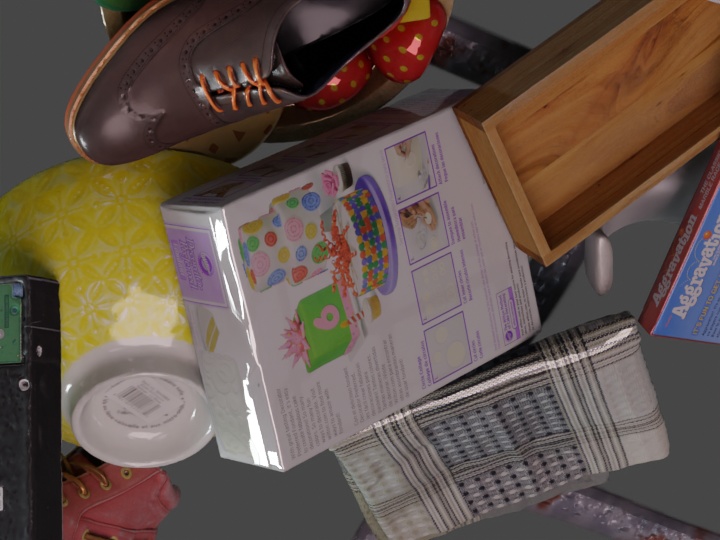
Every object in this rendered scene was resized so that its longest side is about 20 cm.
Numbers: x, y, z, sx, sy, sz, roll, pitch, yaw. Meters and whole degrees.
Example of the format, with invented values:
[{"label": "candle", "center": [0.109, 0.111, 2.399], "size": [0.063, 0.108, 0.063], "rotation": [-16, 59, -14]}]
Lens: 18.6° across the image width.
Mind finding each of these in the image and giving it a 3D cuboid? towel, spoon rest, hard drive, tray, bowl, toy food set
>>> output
[{"label": "towel", "center": [0.085, 0.105, 1.300], "size": [0.191, 0.035, 0.200], "rotation": [-21, 152, 2]}, {"label": "spoon rest", "center": [0.214, -0.042, 1.279], "size": [0.199, 0.061, 0.100], "rotation": [-15, 125, -17]}, {"label": "hard drive", "center": [-0.220, 0.106, 1.140], "size": [0.139, 0.038, 0.201], "rotation": [-5, 84, 22]}, {"label": "tray", "center": [0.152, -0.102, 1.195], "size": [0.200, 0.037, 0.099], "rotation": [-36, 123, -13]}, {"label": "bowl", "center": [-0.119, 0.041, 1.202], "size": [0.199, 0.108, 0.201], "rotation": [-4, 136, -4]}, {"label": "toy food set", "center": [-0.045, -0.151, 1.158], "size": [0.199, 0.049, 0.199], "rotation": [-9, 123, -4]}]

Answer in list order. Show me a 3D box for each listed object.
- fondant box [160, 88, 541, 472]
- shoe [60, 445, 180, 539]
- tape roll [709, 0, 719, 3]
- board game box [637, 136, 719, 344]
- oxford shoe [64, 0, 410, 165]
[{"label": "fondant box", "center": [0.000, 0.000, 1.176], "size": [0.199, 0.058, 0.145], "rotation": [-26, 111, -38]}, {"label": "shoe", "center": [-0.175, 0.130, 1.254], "size": [0.091, 0.071, 0.200], "rotation": [-63, 148, -9]}, {"label": "tape roll", "center": [0.194, -0.249, 1.089], "size": [0.201, 0.139, 0.204], "rotation": [-5, 122, -8]}, {"label": "board game box", "center": [0.237, -0.047, 1.236], "size": [0.102, 0.019, 0.201], "rotation": [8, 116, -31]}, {"label": "oxford shoe", "center": [-0.063, -0.108, 1.109], "size": [0.199, 0.073, 0.071], "rotation": [-33, 122, 10]}]
